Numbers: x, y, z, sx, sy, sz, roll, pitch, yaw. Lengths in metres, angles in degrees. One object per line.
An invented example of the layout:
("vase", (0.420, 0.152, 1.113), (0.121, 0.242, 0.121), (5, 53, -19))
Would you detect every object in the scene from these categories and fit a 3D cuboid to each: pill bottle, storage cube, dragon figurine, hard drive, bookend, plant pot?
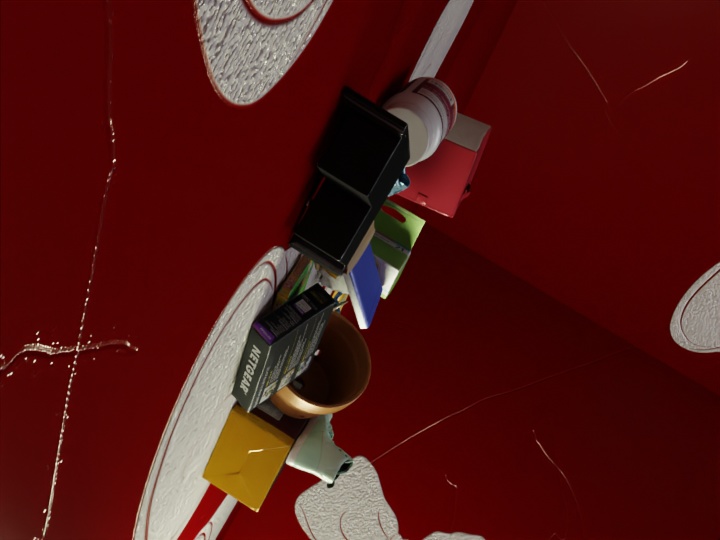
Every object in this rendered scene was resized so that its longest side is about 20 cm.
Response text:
("pill bottle", (0.090, -0.246, 1.340), (0.115, 0.113, 0.200), (-62, 176, 29))
("storage cube", (0.187, -0.268, 1.919), (0.171, 0.197, 0.182), (-54, 166, -54))
("dragon figurine", (-0.068, 0.073, 1.846), (0.201, 0.058, 0.101), (110, -17, -65))
("hard drive", (0.000, 0.000, 1.680), (0.133, 0.025, 0.202), (-67, 148, -48))
("bookend", (-0.023, -0.105, 1.055), (0.202, 0.091, 0.199), (-60, 175, 0))
("plant pot", (-0.095, 0.190, 1.527), (0.201, 0.199, 0.140), (-57, -176, -40))

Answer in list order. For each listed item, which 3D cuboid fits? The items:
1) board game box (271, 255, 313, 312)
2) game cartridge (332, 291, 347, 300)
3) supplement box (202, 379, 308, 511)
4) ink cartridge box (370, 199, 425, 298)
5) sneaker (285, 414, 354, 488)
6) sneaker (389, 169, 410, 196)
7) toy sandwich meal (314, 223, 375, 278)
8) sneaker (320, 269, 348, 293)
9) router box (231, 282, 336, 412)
("board game box", (-0.122, 0.053, 1.366), (0.096, 0.030, 0.201), (-59, 178, -36))
("game cartridge", (-0.067, 0.094, 2.331), (0.202, 0.032, 0.177), (-62, 176, 27))
("supplement box", (-0.191, 0.325, 1.621), (0.199, 0.131, 0.200), (-63, 175, 31))
("ink cartridge box", (0.037, -0.057, 1.763), (0.076, 0.146, 0.201), (-55, 172, -41))
("sneaker", (-0.064, 0.346, 1.583), (0.075, 0.117, 0.201), (-63, 176, 23))
("sneaker", (0.054, -0.172, 1.636), (0.074, 0.081, 0.201), (-55, 173, -43))
("toy sandwich meal", (-0.021, -0.070, 1.477), (0.207, 0.069, 0.205), (-61, 176, -7))
("sneaker", (-0.034, 0.005, 1.716), (0.076, 0.088, 0.200), (-58, 175, -13))
("router box", (-0.128, 0.128, 1.325), (0.148, 0.051, 0.201), (-33, 157, -39))
